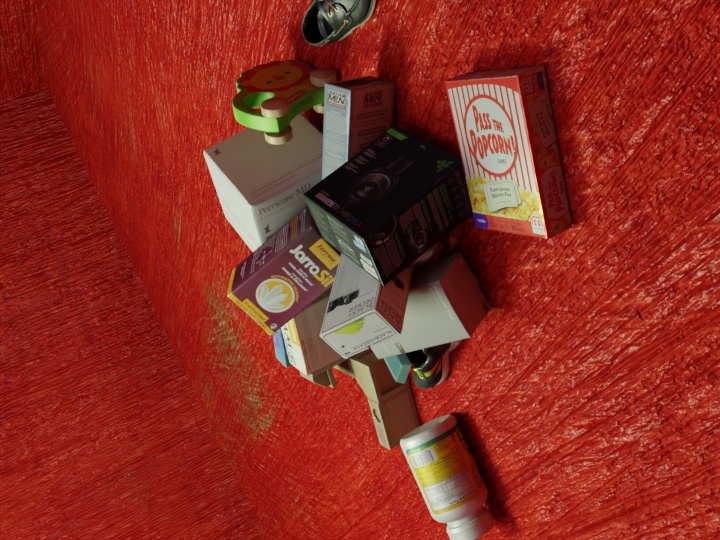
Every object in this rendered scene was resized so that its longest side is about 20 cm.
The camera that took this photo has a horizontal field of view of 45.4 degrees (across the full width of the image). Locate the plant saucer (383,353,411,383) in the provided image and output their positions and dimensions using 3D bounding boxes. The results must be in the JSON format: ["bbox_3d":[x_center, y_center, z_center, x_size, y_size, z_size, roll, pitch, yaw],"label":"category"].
[{"bbox_3d":[0.031,0.096,1.476,0.202,0.019,0.070,61,158,26],"label":"plant saucer"}]

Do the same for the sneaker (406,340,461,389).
[{"bbox_3d":[0.107,0.142,1.457,0.075,0.083,0.202,53,152,28],"label":"sneaker"}]

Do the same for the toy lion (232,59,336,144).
[{"bbox_3d":[-0.145,-0.305,1.479,0.189,0.199,0.070,21,135,32],"label":"toy lion"}]

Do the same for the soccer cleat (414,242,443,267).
[{"bbox_3d":[0.085,-0.008,1.386,0.067,0.075,0.203,45,148,38],"label":"soccer cleat"}]

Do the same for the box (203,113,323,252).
[{"bbox_3d":[-0.143,-0.150,1.557,0.200,0.197,0.173,46,158,40],"label":"box"}]

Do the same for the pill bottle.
[{"bbox_3d":[0.157,0.368,1.512,0.203,0.111,0.113,65,155,5],"label":"pill bottle"}]

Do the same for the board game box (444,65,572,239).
[{"bbox_3d":[0.187,-0.150,1.093,0.151,0.046,0.204,16,124,60],"label":"board game box"}]

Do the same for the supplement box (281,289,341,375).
[{"bbox_3d":[-0.046,0.087,1.587,0.073,0.197,0.129,25,132,54],"label":"supplement box"}]

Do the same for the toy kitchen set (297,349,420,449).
[{"bbox_3d":[-0.015,0.246,1.700,0.199,0.161,0.184,15,124,60],"label":"toy kitchen set"}]

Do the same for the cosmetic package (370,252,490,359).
[{"bbox_3d":[0.089,0.057,1.327,0.198,0.090,0.108,-20,109,46],"label":"cosmetic package"}]

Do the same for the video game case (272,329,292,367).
[{"bbox_3d":[-0.092,0.067,1.685,0.045,0.179,0.204,37,142,46],"label":"video game case"}]

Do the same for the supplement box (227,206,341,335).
[{"bbox_3d":[-0.116,-0.001,1.452,0.110,0.199,0.086,43,-159,-24],"label":"supplement box"}]

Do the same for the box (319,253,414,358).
[{"bbox_3d":[0.016,0.020,1.283,0.115,0.203,0.060,-26,125,36],"label":"box"}]

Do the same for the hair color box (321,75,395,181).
[{"bbox_3d":[-0.005,-0.190,1.336,0.060,0.098,0.204,25,122,39],"label":"hair color box"}]

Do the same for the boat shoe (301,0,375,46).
[{"bbox_3d":[-0.033,-0.402,1.317,0.201,0.062,0.075,-25,86,64],"label":"boat shoe"}]

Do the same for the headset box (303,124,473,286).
[{"bbox_3d":[0.048,-0.103,1.250,0.174,0.199,0.094,38,160,48],"label":"headset box"}]
